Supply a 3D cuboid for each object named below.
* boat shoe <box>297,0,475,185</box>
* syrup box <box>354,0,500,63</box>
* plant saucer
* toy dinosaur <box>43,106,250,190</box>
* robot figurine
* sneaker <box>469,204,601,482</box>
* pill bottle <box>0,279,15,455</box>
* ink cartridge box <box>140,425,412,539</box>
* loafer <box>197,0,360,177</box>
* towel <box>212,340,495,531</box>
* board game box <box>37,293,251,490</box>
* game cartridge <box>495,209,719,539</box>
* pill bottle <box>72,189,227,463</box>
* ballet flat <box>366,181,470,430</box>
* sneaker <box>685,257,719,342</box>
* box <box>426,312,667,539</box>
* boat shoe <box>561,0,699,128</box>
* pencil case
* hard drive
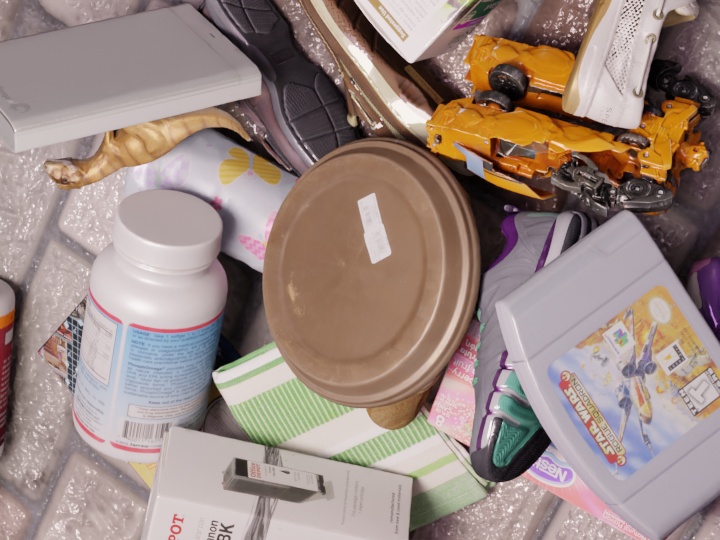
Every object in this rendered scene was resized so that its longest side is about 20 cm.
[{"bbox_3d":[0.010,-0.139,1.599,0.203,0.075,0.075,52,123,8],"label":"boat shoe"},{"bbox_3d":[0.090,-0.248,1.531,0.082,0.079,0.200,49,117,9],"label":"syrup box"},{"bbox_3d":[0.000,0.000,1.536,0.199,0.029,0.202,-6,79,37],"label":"plant saucer"},{"bbox_3d":[-0.154,-0.113,1.623,0.199,0.060,0.107,-18,68,30],"label":"toy dinosaur"},{"bbox_3d":[0.157,-0.102,1.512,0.199,0.145,0.058,19,147,18],"label":"robot figurine"},{"bbox_3d":[0.108,0.051,1.492,0.087,0.074,0.201,13,77,43],"label":"sneaker"},{"bbox_3d":[-0.360,0.107,1.813,0.112,0.113,0.201,13,107,24],"label":"pill bottle"},{"bbox_3d":[-0.072,0.218,1.641,0.199,0.083,0.147,12,128,-5],"label":"ink cartridge box"},{"bbox_3d":[-0.066,-0.137,1.648,0.201,0.072,0.063,58,136,13],"label":"loafer"},{"bbox_3d":[-0.007,0.127,1.642,0.152,0.023,0.200,-26,115,27],"label":"towel"},{"bbox_3d":[-0.164,0.097,1.755,0.200,0.035,0.136,49,117,10],"label":"board game box"},{"bbox_3d":[0.186,0.077,1.437,0.133,0.042,0.201,-36,96,-16],"label":"game cartridge"},{"bbox_3d":[-0.162,0.043,1.639,0.108,0.109,0.201,26,124,20],"label":"pill bottle"},{"bbox_3d":[0.047,0.024,1.548,0.072,0.067,0.201,19,97,61],"label":"ballet flat"},{"bbox_3d":[0.300,0.076,1.498,0.088,0.080,0.201,-25,95,24],"label":"sneaker"},{"bbox_3d":[0.165,0.108,1.554,0.199,0.103,0.095,28,111,18],"label":"box"},{"bbox_3d":[0.205,-0.194,1.476,0.069,0.071,0.201,21,86,1],"label":"boat shoe"},{"bbox_3d":[-0.093,-0.047,1.663,0.199,0.083,0.091,27,129,20],"label":"pencil case"},{"bbox_3d":[-0.192,-0.148,1.579,0.132,0.199,0.026,45,141,45],"label":"hard drive"}]
